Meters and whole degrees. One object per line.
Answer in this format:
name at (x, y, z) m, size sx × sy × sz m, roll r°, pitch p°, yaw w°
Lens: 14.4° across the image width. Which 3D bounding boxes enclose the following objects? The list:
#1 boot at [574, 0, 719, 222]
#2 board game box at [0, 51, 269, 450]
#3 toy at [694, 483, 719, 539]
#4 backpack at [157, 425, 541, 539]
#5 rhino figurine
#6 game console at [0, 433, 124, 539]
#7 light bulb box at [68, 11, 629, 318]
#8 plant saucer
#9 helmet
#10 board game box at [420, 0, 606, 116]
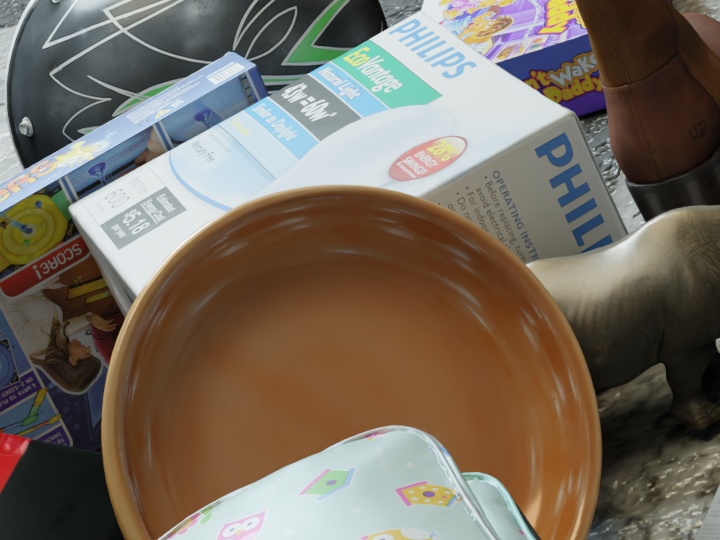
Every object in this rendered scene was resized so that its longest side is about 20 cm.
boot at (0.126, -0.140, 1.360) m, size 0.068 × 0.200 × 0.188 m, roll -13°, pitch 27°, yaw 25°
board game box at (-0.114, 0.002, 1.382) m, size 0.200 × 0.136 × 0.034 m, roll -30°, pitch 26°, yaw -13°
toy at (0.190, 0.036, 1.061) m, size 0.200 × 0.047 × 0.115 m, roll -62°, pitch 12°, yaw -11°
backpack at (-0.011, 0.161, 0.961) m, size 0.200 × 0.154 × 0.176 m, roll -33°, pitch 30°, yaw -1°
rhino figurine at (0.129, 0.017, 1.179) m, size 0.199 × 0.088 × 0.060 m, roll -20°, pitch 22°, yaw 8°
game console at (-0.171, 0.135, 1.211) m, size 0.176 × 0.031 × 0.200 m, roll 9°, pitch 33°, yaw 9°
light bulb box at (0.000, 0.000, 1.293) m, size 0.200 × 0.125 × 0.198 m, roll -30°, pitch 25°, yaw -8°
plant saucer at (-0.005, 0.067, 1.113) m, size 0.200 × 0.200 × 0.037 m, roll -35°, pitch -3°, yaw -21°
helmet at (-0.082, -0.100, 1.492) m, size 0.199 × 0.201 × 0.191 m, roll -22°, pitch 15°, yaw 6°
board game box at (0.101, -0.142, 1.574) m, size 0.134 × 0.045 × 0.200 m, roll -16°, pitch 26°, yaw 18°
